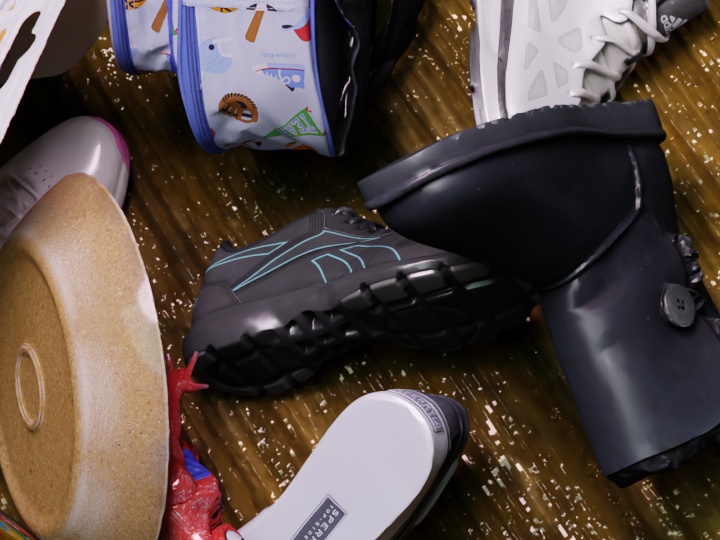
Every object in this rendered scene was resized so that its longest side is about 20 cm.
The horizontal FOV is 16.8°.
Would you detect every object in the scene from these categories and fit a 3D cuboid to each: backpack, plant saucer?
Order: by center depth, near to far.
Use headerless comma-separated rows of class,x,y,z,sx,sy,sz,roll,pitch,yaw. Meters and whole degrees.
plant saucer,-0.143,0.054,1.164,0.035,0.200,0.200,-6,62,-25
backpack,-0.049,-0.151,1.207,0.154,0.200,0.191,-3,108,16

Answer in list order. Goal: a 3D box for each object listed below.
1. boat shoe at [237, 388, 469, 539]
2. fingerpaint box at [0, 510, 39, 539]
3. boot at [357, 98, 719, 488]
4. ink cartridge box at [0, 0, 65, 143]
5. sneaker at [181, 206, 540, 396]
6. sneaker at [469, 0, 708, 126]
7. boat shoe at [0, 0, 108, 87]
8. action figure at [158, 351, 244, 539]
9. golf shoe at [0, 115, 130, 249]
boat shoe,-0.023,0.132,1.163,0.072,0.068,0.200,45,108,19
fingerpaint box,-0.235,0.192,1.146,0.073,0.167,0.200,36,83,26
boot,0.099,0.014,1.088,0.076,0.200,0.168,-25,81,38
ink cartridge box,-0.201,-0.058,1.174,0.200,0.047,0.160,-27,31,35
sneaker,0.000,0.000,1.193,0.200,0.075,0.079,-13,54,25
sneaker,0.116,-0.106,1.208,0.115,0.076,0.201,-11,64,15
boat shoe,-0.192,-0.129,1.269,0.201,0.074,0.063,-28,36,47
action figure,-0.097,0.079,1.173,0.052,0.065,0.200,-13,40,-16
golf shoe,-0.198,-0.007,1.257,0.075,0.092,0.200,35,81,27
